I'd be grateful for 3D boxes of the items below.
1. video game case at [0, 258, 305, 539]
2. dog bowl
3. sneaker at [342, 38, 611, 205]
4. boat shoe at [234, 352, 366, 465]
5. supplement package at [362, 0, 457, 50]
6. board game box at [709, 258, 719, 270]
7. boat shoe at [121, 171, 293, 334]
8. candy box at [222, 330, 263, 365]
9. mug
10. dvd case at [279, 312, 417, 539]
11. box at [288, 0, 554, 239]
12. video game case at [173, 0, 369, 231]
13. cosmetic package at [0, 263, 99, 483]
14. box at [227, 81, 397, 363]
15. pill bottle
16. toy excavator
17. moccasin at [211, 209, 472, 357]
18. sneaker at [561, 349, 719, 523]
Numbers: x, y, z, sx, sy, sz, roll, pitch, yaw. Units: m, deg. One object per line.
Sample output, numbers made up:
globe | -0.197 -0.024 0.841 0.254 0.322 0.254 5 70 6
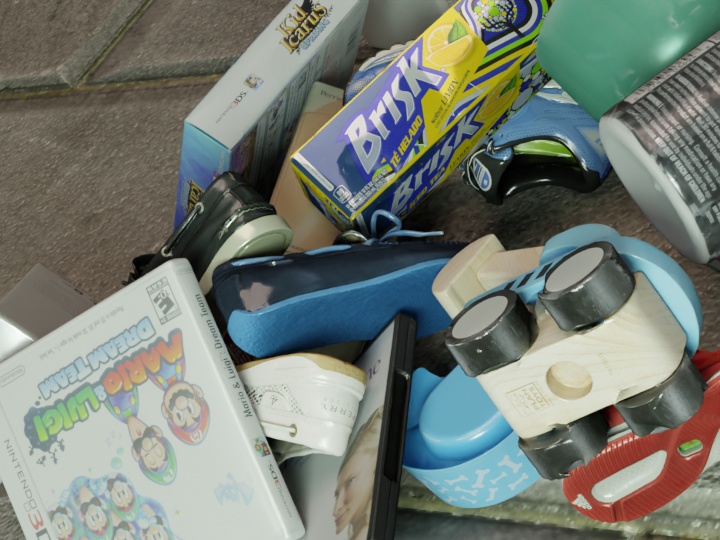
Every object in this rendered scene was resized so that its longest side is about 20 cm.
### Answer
video game case | -0.144 0.115 1.280 0.200 0.183 0.024 -29 -10 33
dog bowl | 0.104 0.064 1.260 0.200 0.050 0.111 -45 33 -16
sneaker | 0.081 -0.099 1.428 0.199 0.079 0.089 11 55 12
boat shoe | -0.077 0.099 1.288 0.200 0.071 0.070 -16 60 50
supplement package | 0.067 -0.309 1.669 0.200 0.191 0.147 -46 34 -19
board game box | 0.293 -0.074 1.261 0.200 0.064 0.147 -41 32 -10
boat shoe | -0.120 0.009 1.350 0.074 0.066 0.199 -13 -27 -43
candy box | -0.138 0.075 1.463 0.116 0.057 0.200 -5 43 37
mug | 0.214 -0.153 1.344 0.185 0.114 0.152 -17 -33 -52
dvd case | -0.017 0.133 1.246 0.143 0.018 0.200 -50 19 35
box | 0.049 -0.108 1.368 0.200 0.070 0.064 -44 70 -8
video game case | -0.069 -0.108 1.538 0.045 0.200 0.181 32 61 9
cosmetic package | -0.239 0.068 1.454 0.102 0.071 0.200 -56 6 7
box | -0.021 -0.033 1.445 0.200 0.095 0.078 -77 7 -47
pill bottle | 0.244 -0.101 1.182 0.200 0.106 0.106 -35 31 -4
toy excavator | 0.111 0.023 1.177 0.194 0.100 0.200 -27 19 32
moccasin | 0.000 0.000 1.304 0.199 0.081 0.068 -4 44 -36
sneaker | 0.198 0.054 1.160 0.199 0.078 0.116 -23 34 15
